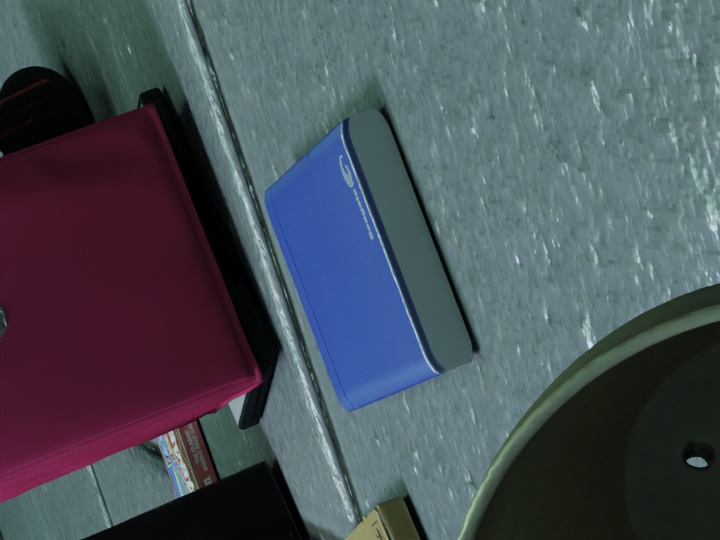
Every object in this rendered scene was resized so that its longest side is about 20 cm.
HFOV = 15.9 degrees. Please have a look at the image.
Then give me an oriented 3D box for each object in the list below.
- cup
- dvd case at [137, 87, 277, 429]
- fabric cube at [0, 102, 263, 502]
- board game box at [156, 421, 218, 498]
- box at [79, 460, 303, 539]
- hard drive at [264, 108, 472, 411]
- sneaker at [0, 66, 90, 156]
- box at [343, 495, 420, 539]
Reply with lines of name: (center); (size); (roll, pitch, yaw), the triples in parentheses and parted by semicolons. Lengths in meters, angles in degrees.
cup: (0.127, 0.083, 0.762); (0.143, 0.199, 0.202); (-71, -35, -73)
dvd case: (-0.107, -0.006, 1.718); (0.143, 0.017, 0.201); (107, 140, -67)
fabric cube: (-0.203, 0.031, 1.689); (0.200, 0.198, 0.197); (141, 108, -74)
board game box: (-0.140, 0.135, 2.009); (0.103, 0.019, 0.201); (170, 80, -73)
box: (-0.118, 0.236, 1.815); (0.125, 0.148, 0.200); (65, 163, 11)
hard drive: (0.000, 0.000, 1.344); (0.200, 0.025, 0.133); (147, 102, -75)
sneaker: (-0.226, -0.058, 1.961); (0.087, 0.073, 0.201); (106, 141, -68)
box: (0.040, 0.242, 1.519); (0.164, 0.021, 0.201); (123, 125, -71)
